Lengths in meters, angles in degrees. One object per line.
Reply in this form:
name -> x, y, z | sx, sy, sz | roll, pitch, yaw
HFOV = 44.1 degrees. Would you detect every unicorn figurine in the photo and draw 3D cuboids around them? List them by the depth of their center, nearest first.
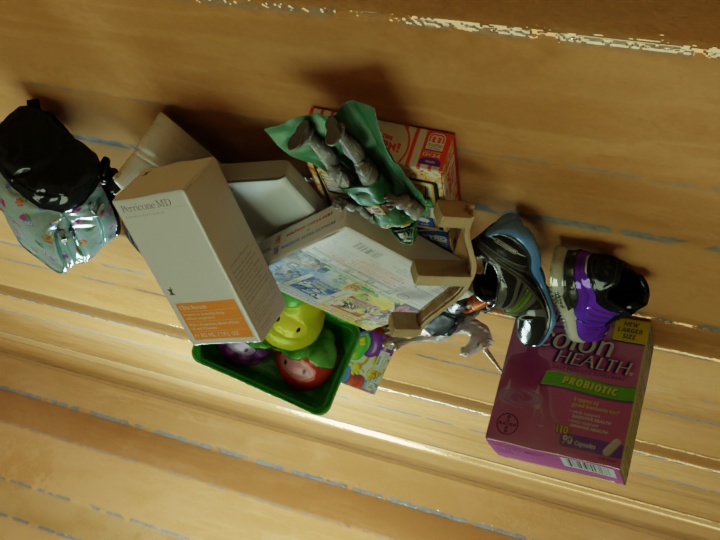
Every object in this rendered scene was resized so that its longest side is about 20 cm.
unicorn figurine -> 0.105, 0.086, 1.297 | 0.137, 0.074, 0.200 | -9, -156, -15

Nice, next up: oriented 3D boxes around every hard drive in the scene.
hard drive -> -0.091, -0.059, 1.024 | 0.132, 0.027, 0.200 | 0, 153, 28

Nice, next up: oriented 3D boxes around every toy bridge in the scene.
toy bridge -> 0.088, 0.002, 0.953 | 0.067, 0.027, 0.200 | 2, 137, -17

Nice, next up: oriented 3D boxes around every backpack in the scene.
backpack -> -0.382, -0.091, 1.118 | 0.167, 0.127, 0.200 | 44, 156, 18

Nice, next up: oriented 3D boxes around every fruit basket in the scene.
fruit basket -> -0.105, 0.085, 1.176 | 0.215, 0.156, 0.216 | 22, 167, 5

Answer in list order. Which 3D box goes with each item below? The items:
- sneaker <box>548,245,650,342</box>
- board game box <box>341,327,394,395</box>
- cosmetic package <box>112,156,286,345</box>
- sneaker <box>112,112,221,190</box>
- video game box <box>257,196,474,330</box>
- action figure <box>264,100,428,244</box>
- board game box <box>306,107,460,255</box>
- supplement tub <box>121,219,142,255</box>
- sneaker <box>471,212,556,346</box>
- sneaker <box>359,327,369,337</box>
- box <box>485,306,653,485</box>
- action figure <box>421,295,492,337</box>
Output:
sneaker -> 0.289, 0.037, 1.040 | 0.099, 0.070, 0.200 | 2, 157, 27
board game box -> -0.052, 0.102, 1.419 | 0.200, 0.103, 0.105 | 21, -164, -9
cosmetic package -> -0.172, -0.016, 0.972 | 0.101, 0.071, 0.200 | -6, 123, 29
sneaker -> -0.203, -0.084, 1.054 | 0.200, 0.116, 0.074 | 42, 176, -42
video game box -> 0.000, 0.000, 1.029 | 0.200, 0.047, 0.182 | 27, 145, -35
action figure -> 0.008, -0.081, 0.858 | 0.118, 0.055, 0.200 | -1, 154, 33
board game box -> 0.029, -0.090, 0.956 | 0.151, 0.046, 0.200 | 14, 160, 13
supplement tub -> -0.220, -0.032, 1.141 | 0.200, 0.107, 0.107 | 39, 178, 41
sneaker -> 0.170, 0.017, 1.018 | 0.083, 0.071, 0.200 | -26, 134, 2
sneaker -> -0.064, 0.047, 1.296 | 0.200, 0.079, 0.089 | 17, 166, -19
box -> 0.282, 0.160, 1.183 | 0.176, 0.200, 0.097 | 10, 159, 25
action figure -> 0.091, 0.030, 1.156 | 0.200, 0.105, 0.193 | 19, 152, -6
